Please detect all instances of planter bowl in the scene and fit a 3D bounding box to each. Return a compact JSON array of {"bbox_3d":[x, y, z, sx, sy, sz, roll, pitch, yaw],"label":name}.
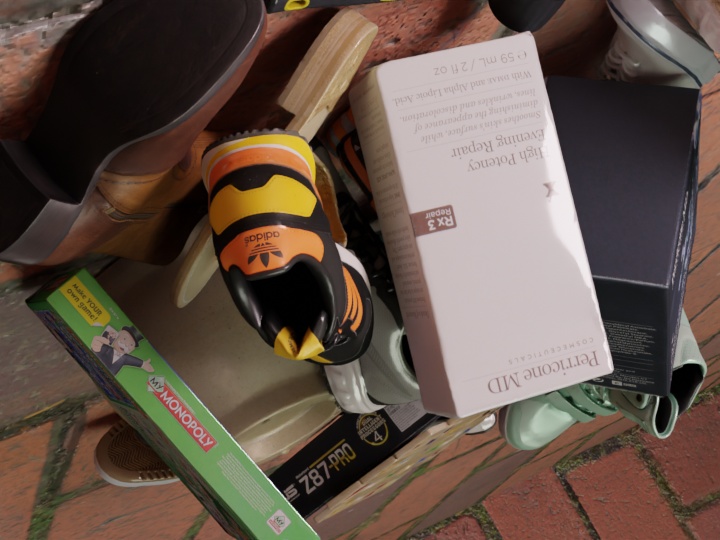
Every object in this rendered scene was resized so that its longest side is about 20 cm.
[{"bbox_3d":[-0.088,0.060,0.872,0.200,0.135,0.200,-26,162,-9],"label":"planter bowl"}]

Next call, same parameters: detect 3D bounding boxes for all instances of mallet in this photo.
[{"bbox_3d":[0.041,-0.156,0.651,0.200,0.041,0.066,-9,153,-39],"label":"mallet"}]

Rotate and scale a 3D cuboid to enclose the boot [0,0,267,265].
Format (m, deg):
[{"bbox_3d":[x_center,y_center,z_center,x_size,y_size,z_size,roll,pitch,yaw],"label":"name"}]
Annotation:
[{"bbox_3d":[-0.087,-0.065,0.653,0.188,0.068,0.200,-48,164,14],"label":"boot"}]

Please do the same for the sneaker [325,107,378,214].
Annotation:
[{"bbox_3d":[0.069,-0.055,0.834,0.200,0.112,0.078,-11,155,-45],"label":"sneaker"}]

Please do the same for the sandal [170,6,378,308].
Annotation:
[{"bbox_3d":[-0.033,-0.039,0.698,0.212,0.070,0.078,-57,176,27],"label":"sandal"}]

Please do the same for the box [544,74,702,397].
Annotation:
[{"bbox_3d":[0.177,-0.019,0.886,0.107,0.149,0.200,8,157,18],"label":"box"}]

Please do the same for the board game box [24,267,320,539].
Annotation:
[{"bbox_3d":[-0.115,0.085,0.732,0.029,0.200,0.135,-42,-168,-17],"label":"board game box"}]

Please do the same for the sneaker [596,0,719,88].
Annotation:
[{"bbox_3d":[0.198,-0.145,0.854,0.071,0.073,0.200,-40,160,18],"label":"sneaker"}]

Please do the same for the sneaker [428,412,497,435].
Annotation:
[{"bbox_3d":[0.083,0.072,1.067,0.200,0.115,0.081,-57,-169,32],"label":"sneaker"}]

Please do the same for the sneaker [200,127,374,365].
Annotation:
[{"bbox_3d":[-0.035,0.018,0.649,0.070,0.090,0.200,-12,146,6],"label":"sneaker"}]

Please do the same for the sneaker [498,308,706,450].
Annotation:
[{"bbox_3d":[0.193,0.106,1.020,0.074,0.118,0.201,23,121,-31],"label":"sneaker"}]

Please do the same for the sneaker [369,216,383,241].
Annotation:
[{"bbox_3d":[0.025,0.007,0.990,0.077,0.080,0.200,-21,160,-26],"label":"sneaker"}]

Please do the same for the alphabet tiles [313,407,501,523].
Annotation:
[{"bbox_3d":[0.052,0.136,0.961,0.166,0.006,0.200,-39,167,20],"label":"alphabet tiles"}]

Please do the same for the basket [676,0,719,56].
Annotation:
[{"bbox_3d":[0.326,-0.187,0.746,0.199,0.199,0.161,-20,156,-25],"label":"basket"}]

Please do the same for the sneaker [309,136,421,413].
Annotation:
[{"bbox_3d":[0.000,0.000,0.794,0.079,0.201,0.074,-8,-151,30],"label":"sneaker"}]

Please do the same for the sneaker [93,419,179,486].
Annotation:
[{"bbox_3d":[-0.169,0.168,1.139,0.200,0.070,0.109,-17,157,-46],"label":"sneaker"}]

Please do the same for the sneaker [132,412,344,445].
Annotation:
[{"bbox_3d":[-0.089,0.105,1.056,0.200,0.071,0.098,-12,171,3],"label":"sneaker"}]

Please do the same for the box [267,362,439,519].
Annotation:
[{"bbox_3d":[0.026,0.109,0.954,0.200,0.049,0.161,-43,171,33],"label":"box"}]

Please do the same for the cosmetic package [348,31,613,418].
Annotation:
[{"bbox_3d":[0.068,-0.024,0.719,0.101,0.201,0.074,-15,179,-13],"label":"cosmetic package"}]
